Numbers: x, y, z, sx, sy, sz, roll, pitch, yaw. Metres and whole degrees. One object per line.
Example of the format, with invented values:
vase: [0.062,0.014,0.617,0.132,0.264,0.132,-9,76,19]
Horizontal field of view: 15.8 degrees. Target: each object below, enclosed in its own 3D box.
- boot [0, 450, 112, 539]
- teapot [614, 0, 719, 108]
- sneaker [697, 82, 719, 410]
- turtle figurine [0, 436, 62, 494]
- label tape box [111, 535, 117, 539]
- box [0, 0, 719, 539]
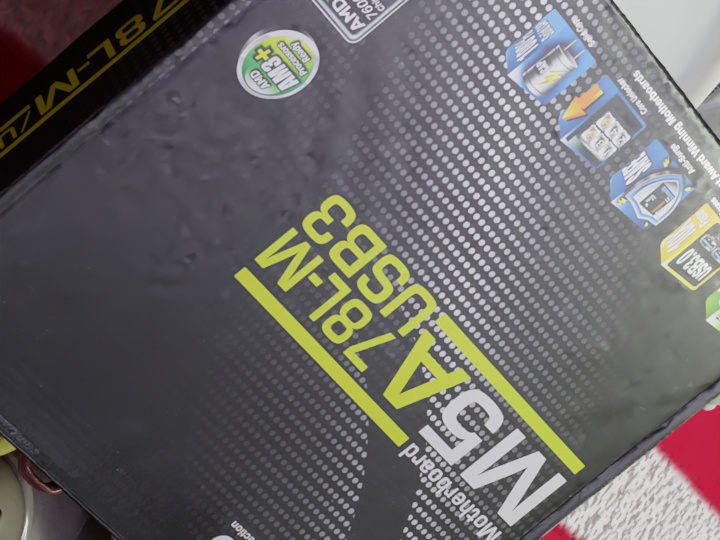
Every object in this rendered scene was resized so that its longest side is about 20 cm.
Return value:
boot: [-0.092,0.130,0.965,0.200,0.073,0.182,-3,125,-53]
teapot: [0.023,-0.121,0.757,0.197,0.146,0.200,-29,135,7]
sneaker: [0.090,0.018,0.793,0.200,0.092,0.076,-40,156,-6]
turtle figurine: [-0.084,0.040,0.786,0.064,0.161,0.200,-49,119,-23]
label tape box: [-0.017,0.151,0.954,0.143,0.066,0.201,-25,129,-38]
box: [0.000,0.000,0.692,0.193,0.048,0.200,-40,125,3]
